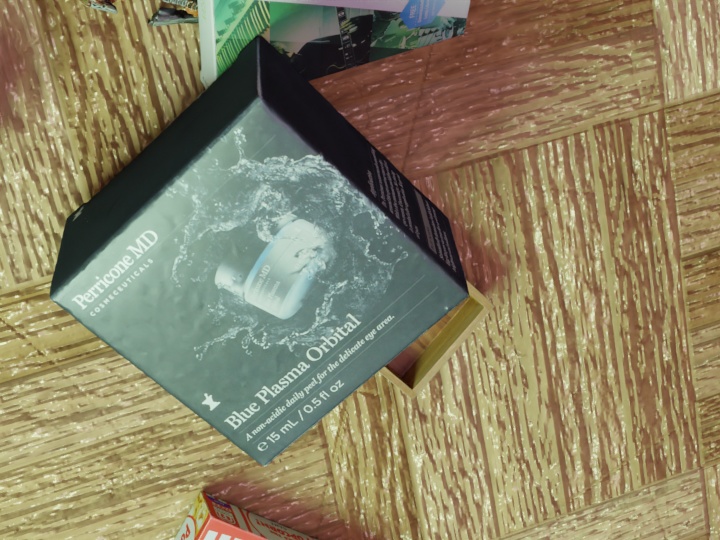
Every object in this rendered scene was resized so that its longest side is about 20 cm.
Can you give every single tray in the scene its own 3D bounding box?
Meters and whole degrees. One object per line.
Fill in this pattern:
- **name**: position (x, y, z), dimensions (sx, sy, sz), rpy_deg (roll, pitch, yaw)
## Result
- **tray**: position (0.000, 0.000, 0.997), dimensions (0.200, 0.037, 0.099), rpy_deg (41, 91, -25)

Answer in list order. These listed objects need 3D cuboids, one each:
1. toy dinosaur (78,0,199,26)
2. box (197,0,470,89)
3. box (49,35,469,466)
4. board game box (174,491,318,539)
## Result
- **toy dinosaur**: position (-0.100, -0.231, 0.876), dimensions (0.199, 0.102, 0.136), rpy_deg (-25, 136, -25)
- **box**: position (-0.014, -0.195, 0.884), dimensions (0.199, 0.036, 0.145), rpy_deg (-18, 148, -15)
- **box**: position (-0.067, -0.009, 0.882), dimensions (0.196, 0.118, 0.200), rpy_deg (-41, 114, 16)
- **board game box**: position (-0.107, 0.295, 1.046), dimensions (0.151, 0.046, 0.201), rpy_deg (26, 97, -24)
